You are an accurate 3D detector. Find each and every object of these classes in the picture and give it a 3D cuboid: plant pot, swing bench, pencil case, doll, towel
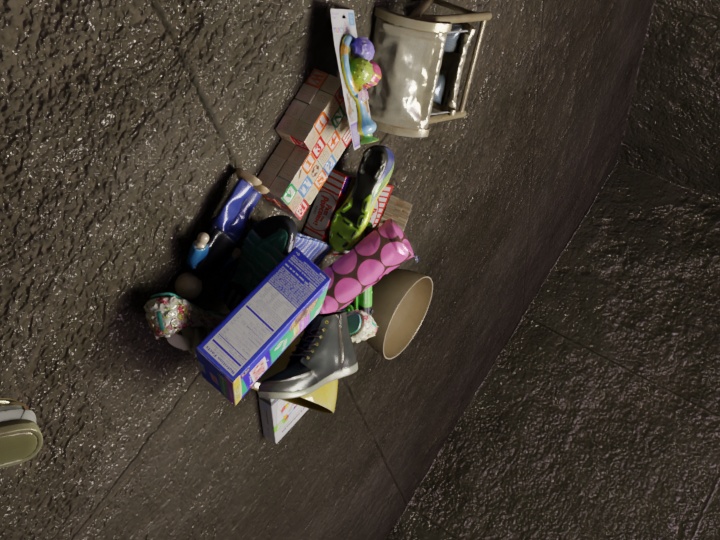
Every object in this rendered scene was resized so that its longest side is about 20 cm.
[{"bbox_3d":[0.053,0.075,1.590,0.200,0.134,0.201,-46,152,-33],"label":"plant pot"},{"bbox_3d":[-0.119,0.155,1.281,0.200,0.198,0.143,54,52,-64],"label":"plant pot"},{"bbox_3d":[0.110,-0.357,1.259,0.200,0.129,0.200,-36,146,-45],"label":"swing bench"},{"bbox_3d":[0.000,0.000,1.260,0.199,0.091,0.094,-35,-179,5],"label":"pencil case"},{"bbox_3d":[-0.204,-0.045,1.046,0.201,0.048,0.136,-59,165,-6],"label":"doll"},{"bbox_3d":[-0.140,-0.002,1.195,0.145,0.024,0.199,-57,148,12],"label":"towel"}]

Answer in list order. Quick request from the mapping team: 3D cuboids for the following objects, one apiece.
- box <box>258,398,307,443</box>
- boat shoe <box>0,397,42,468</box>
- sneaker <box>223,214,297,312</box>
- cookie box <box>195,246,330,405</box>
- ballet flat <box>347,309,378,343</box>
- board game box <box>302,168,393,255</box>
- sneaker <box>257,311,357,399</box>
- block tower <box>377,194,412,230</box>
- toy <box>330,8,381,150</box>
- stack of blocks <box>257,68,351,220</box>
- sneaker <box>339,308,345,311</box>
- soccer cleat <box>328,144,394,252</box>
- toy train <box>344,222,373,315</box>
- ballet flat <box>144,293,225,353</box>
[{"bbox_3d":[-0.145,0.241,1.481,0.156,0.041,0.201,-44,151,-36],"label":"box"},{"bbox_3d":[-0.448,0.177,0.758,0.199,0.068,0.075,6,117,-43],"label":"boat shoe"},{"bbox_3d":[-0.140,-0.015,1.105,0.087,0.074,0.200,-26,158,-53],"label":"sneaker"},{"bbox_3d":[-0.141,0.085,1.042,0.200,0.075,0.171,-47,173,-20],"label":"cookie box"},{"bbox_3d":[-0.049,0.121,1.365,0.064,0.199,0.076,22,65,-46],"label":"ballet flat"},{"bbox_3d":[-0.024,-0.106,1.350,0.200,0.046,0.153,-4,119,-63],"label":"board game box"},{"bbox_3d":[-0.090,0.132,1.142,0.199,0.074,0.107,-17,100,-48],"label":"sneaker"},{"bbox_3d":[0.057,-0.073,1.453,0.201,0.057,0.054,-66,179,-51],"label":"block tower"},{"bbox_3d":[0.005,-0.292,1.089,0.115,0.047,0.202,-49,135,-66],"label":"toy"},{"bbox_3d":[-0.083,-0.194,1.122,0.201,0.058,0.115,-59,156,-8],"label":"stack of blocks"},{"bbox_3d":[-0.065,0.071,1.409,0.075,0.086,0.200,-56,157,-17],"label":"sneaker"},{"bbox_3d":[0.008,-0.122,1.262,0.202,0.064,0.084,-66,159,9],"label":"soccer cleat"},{"bbox_3d":[-0.001,-0.001,1.337,0.042,0.056,0.202,-32,128,-49],"label":"toy train"},{"bbox_3d":[-0.247,0.086,1.036,0.200,0.075,0.065,39,39,-67],"label":"ballet flat"}]
